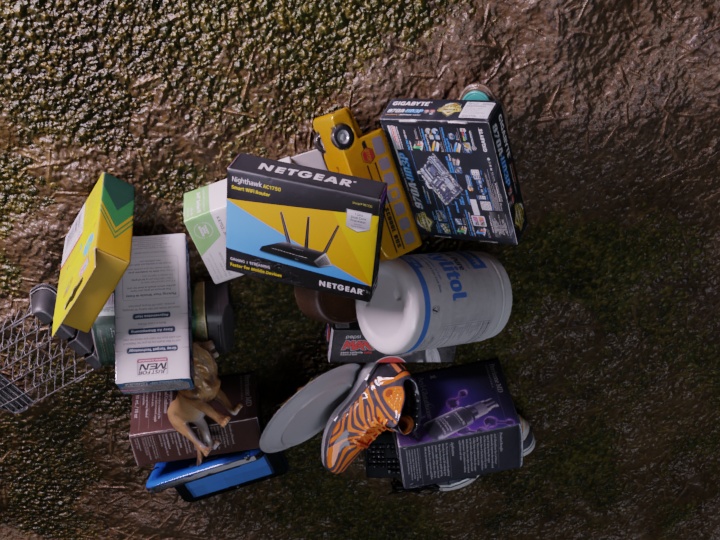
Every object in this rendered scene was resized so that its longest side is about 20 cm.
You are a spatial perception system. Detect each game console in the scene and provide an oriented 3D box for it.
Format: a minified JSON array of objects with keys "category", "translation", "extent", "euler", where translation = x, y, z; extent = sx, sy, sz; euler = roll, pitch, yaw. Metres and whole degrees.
[{"category":"game console","translation":[-0.226,0.338,1.610],"extent":[0.196,0.171,0.120],"euler":[-18,102,4]}]

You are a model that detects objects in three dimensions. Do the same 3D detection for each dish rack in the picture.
[{"category":"dish rack","translation":[-0.481,0.123,1.436],"extent":[0.198,0.055,0.154],"euler":[-29,125,15]}]

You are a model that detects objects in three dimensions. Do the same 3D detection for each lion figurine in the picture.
[{"category":"lion figurine","translation":[-0.238,0.190,1.408],"extent":[0.122,0.072,0.201],"euler":[38,128,5]}]

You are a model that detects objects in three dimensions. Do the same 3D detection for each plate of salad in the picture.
[{"category":"plate of salad","translation":[-0.079,0.206,1.526],"extent":[0.198,0.048,0.201],"euler":[-34,156,-17]}]

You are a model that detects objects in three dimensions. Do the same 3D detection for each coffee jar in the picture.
[{"category":"coffee jar","translation":[-0.278,0.073,1.410],"extent":[0.195,0.086,0.106],"euler":[-4,128,-6]}]

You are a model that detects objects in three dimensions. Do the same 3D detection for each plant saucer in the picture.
[{"category":"plant saucer","translation":[0.000,0.000,1.387],"extent":[0.198,0.034,0.203],"euler":[-23,136,-24]}]

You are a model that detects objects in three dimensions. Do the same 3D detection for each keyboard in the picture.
[{"category":"keyboard","translation":[0.101,0.327,1.644],"extent":[0.196,0.040,0.106],"euler":[-3,100,17]}]

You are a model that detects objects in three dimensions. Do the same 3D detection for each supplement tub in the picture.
[{"category":"supplement tub","translation":[0.102,0.042,1.382],"extent":[0.197,0.132,0.133],"euler":[-6,134,-40]}]

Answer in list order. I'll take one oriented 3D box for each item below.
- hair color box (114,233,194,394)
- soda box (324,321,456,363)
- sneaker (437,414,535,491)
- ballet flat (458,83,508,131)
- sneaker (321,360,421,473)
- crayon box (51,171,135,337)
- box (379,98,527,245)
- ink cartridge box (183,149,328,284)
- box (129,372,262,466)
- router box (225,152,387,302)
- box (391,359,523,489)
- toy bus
[{"category":"hair color box","translation":[-0.277,0.057,1.326],"extent":[0.098,0.204,0.061],"euler":[-3,160,-6]},{"category":"soda box","translation":[0.047,0.095,1.499],"extent":[0.195,0.064,0.072],"euler":[0,128,-10]},{"category":"sneaker","translation":[0.196,0.299,1.675],"extent":[0.197,0.079,0.080],"euler":[-26,131,1]},{"category":"ballet flat","translation":[0.168,-0.176,1.310],"extent":[0.067,0.068,0.202],"euler":[11,139,22]},{"category":"sneaker","translation":[0.019,0.235,1.498],"extent":[0.077,0.111,0.203],"euler":[19,100,-48]},{"category":"crayon box","translation":[-0.338,-0.015,1.258],"extent":[0.050,0.202,0.127],"euler":[24,121,-26]},{"category":"box","translation":[0.125,-0.128,1.300],"extent":[0.156,0.046,0.202],"euler":[7,136,32]},{"category":"ink cartridge box","translation":[-0.127,-0.073,1.336],"extent":[0.196,0.068,0.118],"euler":[-19,128,5]},{"category":"box","translation":[-0.252,0.229,1.526],"extent":[0.196,0.101,0.076],"euler":[-7,129,-5]},{"category":"router box","translation":[-0.070,-0.054,1.246],"extent":[0.196,0.051,0.152],"euler":[12,123,9]},{"category":"box","translation":[0.147,0.243,1.579],"extent":[0.196,0.149,0.106],"euler":[-11,129,-3]},{"category":"toy bus","translation":[0.008,-0.114,1.288],"extent":[0.077,0.065,0.204],"euler":[-24,101,-24]}]
